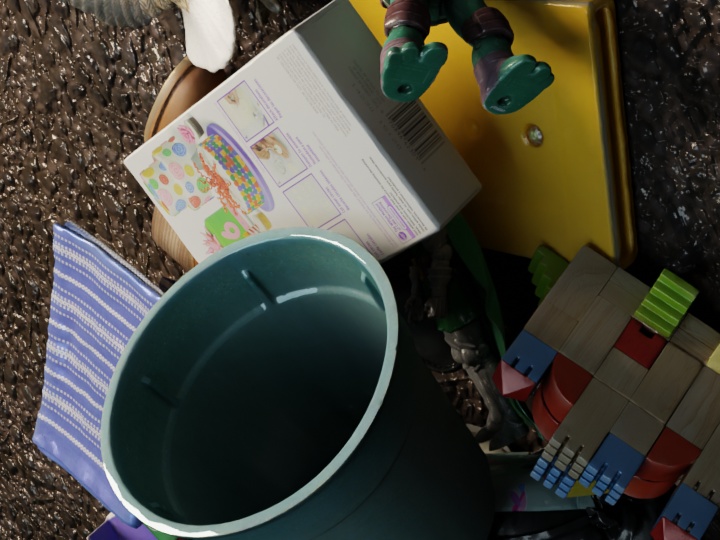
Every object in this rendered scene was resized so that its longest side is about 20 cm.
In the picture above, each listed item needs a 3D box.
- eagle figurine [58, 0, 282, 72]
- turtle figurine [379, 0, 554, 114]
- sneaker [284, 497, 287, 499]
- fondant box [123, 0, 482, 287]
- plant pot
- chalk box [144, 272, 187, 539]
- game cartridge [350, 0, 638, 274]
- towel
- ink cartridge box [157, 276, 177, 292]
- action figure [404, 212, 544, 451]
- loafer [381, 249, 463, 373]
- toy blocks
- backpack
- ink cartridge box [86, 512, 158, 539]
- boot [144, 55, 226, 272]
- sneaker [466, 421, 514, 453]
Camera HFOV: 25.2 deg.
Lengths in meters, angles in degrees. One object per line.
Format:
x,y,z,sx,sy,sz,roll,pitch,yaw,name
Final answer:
-0.142,-0.233,1.060,0.151,0.199,0.153,-128,59,-70,eagle figurine
0.045,-0.186,0.933,0.101,0.148,0.201,93,170,-58,turtle figurine
-0.044,0.177,1.141,0.080,0.077,0.201,-25,106,39,sneaker
-0.041,-0.060,1.005,0.199,0.058,0.145,-29,101,45,fondant box
-0.022,0.110,0.983,0.199,0.201,0.196,13,156,39,plant pot
-0.133,0.128,1.299,0.200,0.124,0.124,45,134,14,chalk box
0.079,-0.097,1.024,0.199,0.032,0.178,15,125,41,game cartridge
-0.198,0.079,1.213,0.144,0.024,0.202,33,124,40,towel
-0.090,0.052,1.174,0.045,0.093,0.200,-69,22,0,ink cartridge box
0.059,0.016,1.044,0.118,0.054,0.201,171,76,-80,action figure
0.000,0.000,1.107,0.200,0.070,0.068,44,107,-3,loafer
0.156,0.083,0.958,0.199,0.137,0.100,34,150,11,toy blocks
0.111,0.197,1.083,0.198,0.127,0.168,-3,108,18,backpack
-0.137,0.270,1.362,0.043,0.200,0.199,-31,93,12,ink cartridge box
-0.082,-0.053,1.173,0.155,0.077,0.201,32,131,23,boot
0.026,0.156,1.190,0.199,0.093,0.071,8,121,42,sneaker
